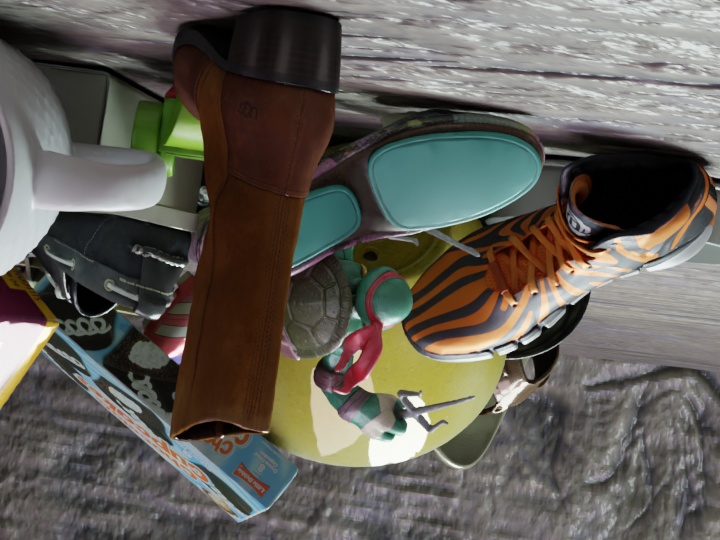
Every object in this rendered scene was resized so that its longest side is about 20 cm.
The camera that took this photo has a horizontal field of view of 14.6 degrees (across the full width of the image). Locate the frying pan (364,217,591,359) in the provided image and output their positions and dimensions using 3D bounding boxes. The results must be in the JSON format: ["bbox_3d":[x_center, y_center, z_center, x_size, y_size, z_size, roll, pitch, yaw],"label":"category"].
[{"bbox_3d":[0.057,0.015,1.835,0.189,0.116,0.031,-10,155,-6],"label":"frying pan"}]

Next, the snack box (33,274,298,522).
[{"bbox_3d":[-0.133,0.080,1.787,0.200,0.037,0.116,41,166,-2],"label":"snack box"}]

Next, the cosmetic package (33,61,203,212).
[{"bbox_3d":[-0.170,-0.074,1.684,0.103,0.074,0.200,7,177,15],"label":"cosmetic package"}]

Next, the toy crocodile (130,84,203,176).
[{"bbox_3d":[-0.087,-0.081,1.567,0.067,0.062,0.200,8,180,2],"label":"toy crocodile"}]

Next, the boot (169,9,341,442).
[{"bbox_3d":[-0.059,-0.015,1.357,0.068,0.201,0.188,10,175,-24],"label":"boot"}]

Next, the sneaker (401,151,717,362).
[{"bbox_3d":[0.108,-0.018,1.607,0.199,0.078,0.112,-28,164,2],"label":"sneaker"}]

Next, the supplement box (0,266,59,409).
[{"bbox_3d":[-0.281,0.018,1.549,0.200,0.086,0.110,6,-144,-53],"label":"supplement box"}]

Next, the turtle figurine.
[{"bbox_3d":[-0.018,0.014,1.598,0.199,0.151,0.100,5,172,43],"label":"turtle figurine"}]

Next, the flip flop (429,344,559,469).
[{"bbox_3d":[0.107,0.046,1.887,0.081,0.200,0.058,33,-176,-38],"label":"flip flop"}]

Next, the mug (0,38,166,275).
[{"bbox_3d":[-0.200,-0.056,1.469,0.199,0.149,0.175,7,-174,10],"label":"mug"}]

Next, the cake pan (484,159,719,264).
[{"bbox_3d":[0.164,-0.036,1.760,0.199,0.037,0.200,9,176,1],"label":"cake pan"}]

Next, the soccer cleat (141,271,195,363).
[{"bbox_3d":[-0.064,0.011,1.863,0.077,0.200,0.067,49,169,3],"label":"soccer cleat"}]

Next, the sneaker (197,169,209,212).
[{"bbox_3d":[-0.134,-0.047,1.870,0.199,0.088,0.076,4,172,36],"label":"sneaker"}]

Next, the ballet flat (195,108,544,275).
[{"bbox_3d":[0.001,-0.048,1.545,0.199,0.069,0.071,-21,-151,0],"label":"ballet flat"}]

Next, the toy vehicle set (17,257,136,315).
[{"bbox_3d":[-0.190,-0.007,1.809,0.123,0.027,0.200,10,170,-3],"label":"toy vehicle set"}]

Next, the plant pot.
[{"bbox_3d":[0.000,0.000,1.739,0.199,0.201,0.142,8,149,1],"label":"plant pot"}]

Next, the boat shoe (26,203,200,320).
[{"bbox_3d":[-0.161,-0.009,1.592,0.071,0.068,0.200,7,179,-33],"label":"boat shoe"}]
